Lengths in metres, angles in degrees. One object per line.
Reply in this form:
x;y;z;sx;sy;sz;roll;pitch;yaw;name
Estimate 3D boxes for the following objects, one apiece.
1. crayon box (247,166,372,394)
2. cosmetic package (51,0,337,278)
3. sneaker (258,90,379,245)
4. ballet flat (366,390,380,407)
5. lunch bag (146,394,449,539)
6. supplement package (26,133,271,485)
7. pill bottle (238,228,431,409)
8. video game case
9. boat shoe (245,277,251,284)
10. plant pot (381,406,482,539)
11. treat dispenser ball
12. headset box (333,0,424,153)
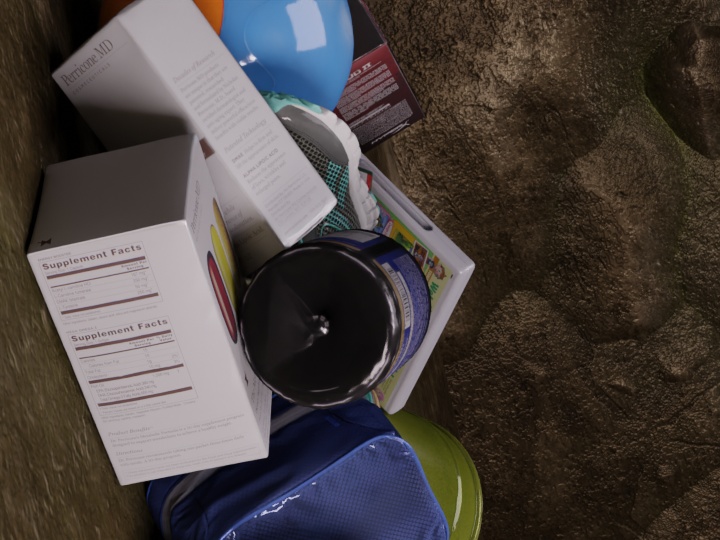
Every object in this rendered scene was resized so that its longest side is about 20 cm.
-0.060;0.032;1.703;0.173;0.058;0.201;-43;-146;53;crayon box
-0.117;-0.094;1.474;0.200;0.102;0.074;52;48;-6;cosmetic package
-0.042;-0.054;1.550;0.092;0.077;0.200;-63;150;-23;sneaker
-0.021;0.181;1.635;0.063;0.068;0.201;102;3;-58;ballet flat
-0.055;0.178;1.509;0.132;0.199;0.136;40;-24;55;lunch bag
-0.137;0.027;1.414;0.114;0.109;0.201;-91;167;-55;supplement package
-0.010;0.029;1.471;0.200;0.111;0.113;-22;101;-78;pill bottle
0.000;0.000;1.776;0.182;0.022;0.200;45;-40;19;video game case
-0.122;0.016;1.679;0.072;0.076;0.201;61;19;-67;boat shoe
-0.018;0.189;1.851;0.193;0.199;0.201;46;32;-55;plant pot
-0.105;-0.178;1.622;0.201;0.200;0.202;-12;90;-83;treat dispenser ball
-0.026;-0.206;1.799;0.149;0.077;0.200;60;4;19;headset box
